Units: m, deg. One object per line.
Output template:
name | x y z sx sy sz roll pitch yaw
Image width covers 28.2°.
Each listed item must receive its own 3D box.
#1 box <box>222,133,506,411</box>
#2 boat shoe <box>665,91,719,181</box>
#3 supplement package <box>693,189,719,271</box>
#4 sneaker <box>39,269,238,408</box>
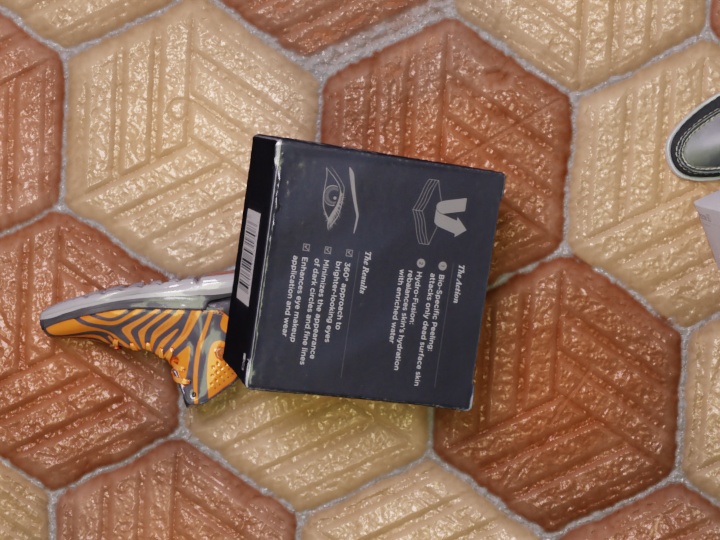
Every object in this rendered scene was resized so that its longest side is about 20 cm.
box | 0.000 0.000 1.195 0.197 0.117 0.200 7 95 -16
boat shoe | 0.357 -0.133 1.224 0.198 0.060 0.076 -26 94 4
supplement package | 0.378 -0.029 1.163 0.154 0.200 0.112 -22 94 3
sneaker | -0.178 0.067 1.248 0.197 0.078 0.114 -7 94 2
